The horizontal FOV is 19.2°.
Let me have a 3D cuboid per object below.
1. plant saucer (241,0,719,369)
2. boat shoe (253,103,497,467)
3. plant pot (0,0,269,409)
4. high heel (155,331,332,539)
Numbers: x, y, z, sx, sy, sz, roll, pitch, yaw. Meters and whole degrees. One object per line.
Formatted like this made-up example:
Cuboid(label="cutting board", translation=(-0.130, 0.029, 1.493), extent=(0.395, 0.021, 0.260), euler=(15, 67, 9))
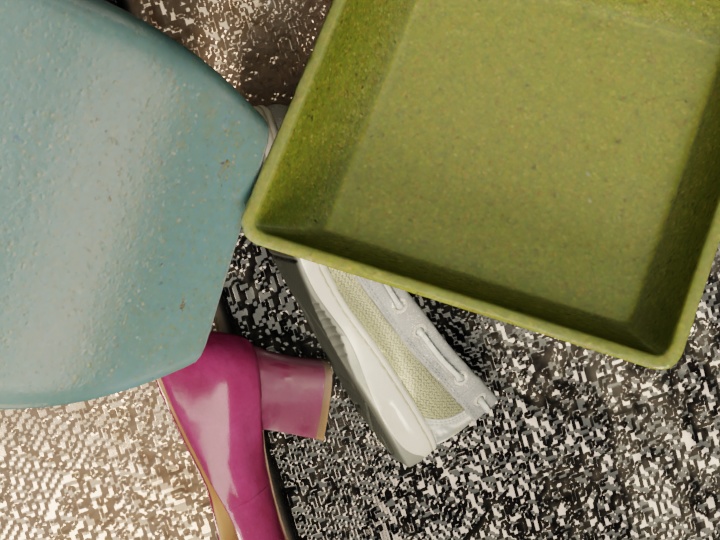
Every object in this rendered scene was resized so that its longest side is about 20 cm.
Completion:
Cuboid(label="plant saucer", translation=(0.074, -0.065, 0.957), extent=(0.200, 0.048, 0.200), euler=(18, 70, 11))
Cuboid(label="boat shoe", translation=(0.001, 0.001, 1.049), extent=(0.065, 0.074, 0.202), euler=(-31, 109, -9))
Cuboid(label="plant pot", translation=(-0.159, -0.046, 0.954), extent=(0.200, 0.196, 0.196), euler=(13, 99, -25))
Cuboid(label="high heel", translation=(-0.076, 0.131, 1.060), extent=(0.096, 0.067, 0.201), euler=(9, 85, -22))
